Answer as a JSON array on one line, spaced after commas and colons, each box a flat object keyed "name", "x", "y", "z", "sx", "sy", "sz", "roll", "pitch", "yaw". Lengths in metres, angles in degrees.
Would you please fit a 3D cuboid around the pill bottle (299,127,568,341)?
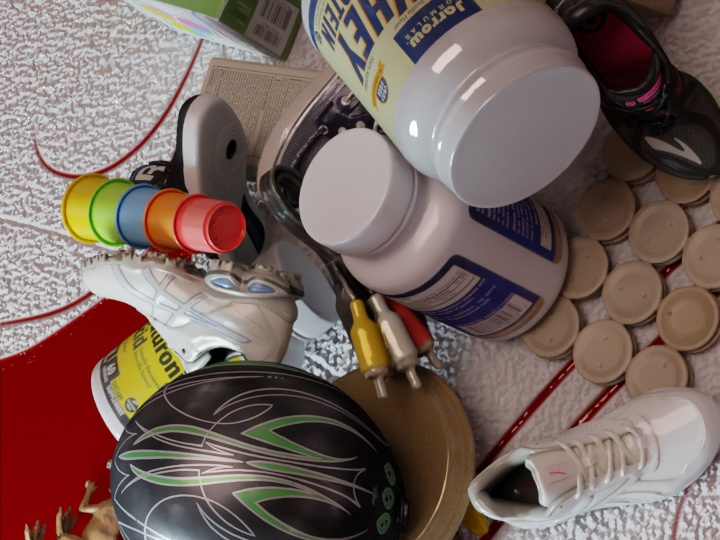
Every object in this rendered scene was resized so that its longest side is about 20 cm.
[{"name": "pill bottle", "x": 0.053, "y": -0.030, "z": 1.427, "sx": 0.119, "sy": 0.200, "sz": 0.120, "roll": -20, "pitch": 59, "yaw": 36}]

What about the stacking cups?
[{"name": "stacking cups", "x": -0.160, "y": -0.044, "z": 1.519, "sx": 0.200, "sy": 0.060, "sz": 0.061, "roll": 7, "pitch": 79, "yaw": 48}]

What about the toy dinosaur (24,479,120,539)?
[{"name": "toy dinosaur", "x": -0.233, "y": 0.247, "z": 1.622, "sx": 0.106, "sy": 0.060, "sz": 0.201, "roll": 14, "pitch": 84, "yaw": 33}]

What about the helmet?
[{"name": "helmet", "x": -0.078, "y": 0.157, "z": 1.389, "sx": 0.199, "sy": 0.190, "sz": 0.201, "roll": -15, "pitch": 63, "yaw": 31}]

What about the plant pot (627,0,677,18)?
[{"name": "plant pot", "x": 0.158, "y": -0.288, "z": 1.464, "sx": 0.199, "sy": 0.199, "sz": 0.178, "roll": 0, "pitch": 88, "yaw": 33}]

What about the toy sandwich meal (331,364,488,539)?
[{"name": "toy sandwich meal", "x": 0.022, "y": 0.171, "z": 1.482, "sx": 0.204, "sy": 0.070, "sz": 0.206, "roll": -15, "pitch": 63, "yaw": 31}]

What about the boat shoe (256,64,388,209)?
[{"name": "boat shoe", "x": 0.005, "y": -0.114, "z": 1.473, "sx": 0.093, "sy": 0.075, "sz": 0.200, "roll": 41, "pitch": 100, "yaw": 39}]

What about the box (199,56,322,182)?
[{"name": "box", "x": -0.041, "y": -0.116, "z": 1.597, "sx": 0.199, "sy": 0.078, "sz": 0.095, "roll": 13, "pitch": 83, "yaw": 35}]

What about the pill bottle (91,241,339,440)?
[{"name": "pill bottle", "x": -0.116, "y": 0.066, "z": 1.571, "sx": 0.200, "sy": 0.111, "sz": 0.112, "roll": -37, "pitch": 59, "yaw": 17}]

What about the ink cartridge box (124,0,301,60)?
[{"name": "ink cartridge box", "x": -0.158, "y": -0.250, "z": 1.697, "sx": 0.199, "sy": 0.104, "sz": 0.060, "roll": 20, "pitch": 86, "yaw": 35}]

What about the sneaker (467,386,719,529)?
[{"name": "sneaker", "x": 0.166, "y": 0.143, "z": 1.370, "sx": 0.199, "sy": 0.099, "sz": 0.078, "roll": -28, "pitch": 77, "yaw": 26}]

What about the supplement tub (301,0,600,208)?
[{"name": "supplement tub", "x": 0.063, "y": -0.154, "z": 1.336, "sx": 0.145, "sy": 0.145, "sz": 0.200, "roll": -46, "pitch": 54, "yaw": 12}]

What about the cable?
[{"name": "cable", "x": 0.000, "y": 0.000, "z": 1.459, "sx": 0.050, "sy": 0.097, "sz": 0.201, "roll": -27, "pitch": 88, "yaw": 44}]

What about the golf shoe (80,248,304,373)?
[{"name": "golf shoe", "x": -0.141, "y": 0.035, "z": 1.486, "sx": 0.199, "sy": 0.078, "sz": 0.098, "roll": 8, "pitch": 89, "yaw": 31}]

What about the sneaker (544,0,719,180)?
[{"name": "sneaker", "x": 0.199, "y": -0.130, "z": 1.371, "sx": 0.077, "sy": 0.200, "sz": 0.084, "roll": -37, "pitch": 25, "yaw": 20}]

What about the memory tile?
[{"name": "memory tile", "x": 0.217, "y": -0.005, "z": 1.437, "sx": 0.153, "sy": 0.017, "sz": 0.201, "roll": 25, "pitch": 89, "yaw": 35}]

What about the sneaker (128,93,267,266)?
[{"name": "sneaker", "x": -0.151, "y": -0.078, "z": 1.573, "sx": 0.111, "sy": 0.200, "sz": 0.073, "roll": 20, "pitch": 58, "yaw": 23}]
